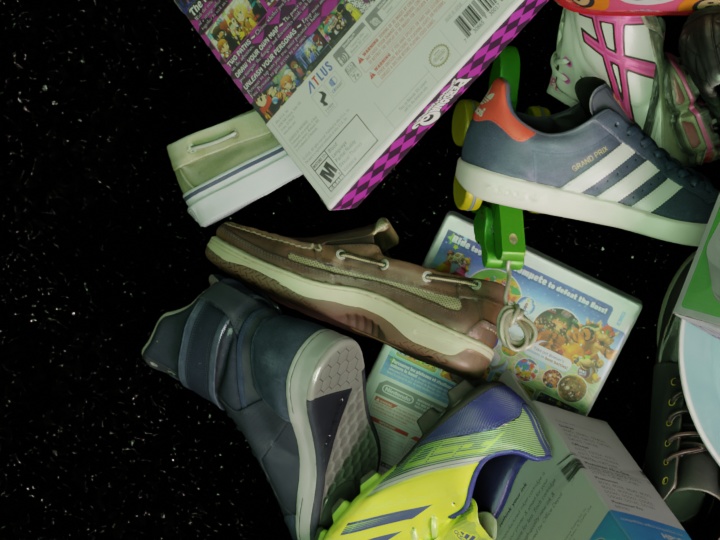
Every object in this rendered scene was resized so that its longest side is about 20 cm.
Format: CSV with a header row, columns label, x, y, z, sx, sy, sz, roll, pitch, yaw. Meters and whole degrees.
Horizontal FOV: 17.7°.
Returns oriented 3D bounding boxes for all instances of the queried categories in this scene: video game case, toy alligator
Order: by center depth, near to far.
label,x,y,z,sx,sy,sz,roll,pitch,yaw
video game case,-0.001,-0.169,1.406,0.200,0.036,0.181,-47,69,26
toy alligator,0.088,-0.042,1.471,0.059,0.054,0.201,3,77,-16
video game case,0.080,0.079,1.540,0.143,0.018,0.200,25,104,-1

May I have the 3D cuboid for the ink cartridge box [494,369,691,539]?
label,x,y,z,sx,sy,sz,roll,pitch,yaw
ink cartridge box,0.129,0.166,1.468,0.067,0.200,0.116,17,114,-30

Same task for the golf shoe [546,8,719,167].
label,x,y,z,sx,sy,sz,roll,pitch,yaw
golf shoe,0.153,-0.143,1.454,0.092,0.073,0.200,-23,100,10

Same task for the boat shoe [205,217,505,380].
label,x,y,z,sx,sy,sz,roll,pitch,yaw
boat shoe,0.001,0.001,1.500,0.202,0.075,0.075,23,84,11

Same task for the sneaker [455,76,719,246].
label,x,y,z,sx,sy,sz,roll,pitch,yaw
sneaker,0.162,-0.070,1.415,0.199,0.075,0.085,11,101,-11

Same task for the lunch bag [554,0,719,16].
label,x,y,z,sx,sy,sz,roll,pitch,yaw
lunch bag,0.191,-0.253,1.383,0.176,0.082,0.201,-1,74,-6

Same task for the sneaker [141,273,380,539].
label,x,y,z,sx,sy,sz,roll,pitch,yaw
sneaker,-0.065,0.091,1.510,0.146,0.077,0.203,24,139,27

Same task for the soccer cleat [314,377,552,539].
label,x,y,z,sx,sy,sz,roll,pitch,yaw
soccer cleat,0.041,0.155,1.471,0.084,0.065,0.200,49,114,19

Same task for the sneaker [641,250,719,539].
label,x,y,z,sx,sy,sz,roll,pitch,yaw
sneaker,0.225,0.090,1.485,0.075,0.106,0.201,7,104,2

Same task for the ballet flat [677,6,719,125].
label,x,y,z,sx,sy,sz,roll,pitch,yaw
ballet flat,0.247,-0.091,1.422,0.066,0.057,0.200,-17,145,29

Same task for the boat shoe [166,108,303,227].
label,x,y,z,sx,sy,sz,roll,pitch,yaw
boat shoe,-0.035,-0.098,1.481,0.200,0.072,0.062,-29,94,11

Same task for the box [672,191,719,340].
label,x,y,z,sx,sy,sz,roll,pitch,yaw
box,0.301,-0.028,1.373,0.176,0.097,0.200,25,85,-43

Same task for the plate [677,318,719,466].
label,x,y,z,sx,sy,sz,roll,pitch,yaw
plate,0.282,0.061,1.473,0.200,0.026,0.201,6,77,-25
